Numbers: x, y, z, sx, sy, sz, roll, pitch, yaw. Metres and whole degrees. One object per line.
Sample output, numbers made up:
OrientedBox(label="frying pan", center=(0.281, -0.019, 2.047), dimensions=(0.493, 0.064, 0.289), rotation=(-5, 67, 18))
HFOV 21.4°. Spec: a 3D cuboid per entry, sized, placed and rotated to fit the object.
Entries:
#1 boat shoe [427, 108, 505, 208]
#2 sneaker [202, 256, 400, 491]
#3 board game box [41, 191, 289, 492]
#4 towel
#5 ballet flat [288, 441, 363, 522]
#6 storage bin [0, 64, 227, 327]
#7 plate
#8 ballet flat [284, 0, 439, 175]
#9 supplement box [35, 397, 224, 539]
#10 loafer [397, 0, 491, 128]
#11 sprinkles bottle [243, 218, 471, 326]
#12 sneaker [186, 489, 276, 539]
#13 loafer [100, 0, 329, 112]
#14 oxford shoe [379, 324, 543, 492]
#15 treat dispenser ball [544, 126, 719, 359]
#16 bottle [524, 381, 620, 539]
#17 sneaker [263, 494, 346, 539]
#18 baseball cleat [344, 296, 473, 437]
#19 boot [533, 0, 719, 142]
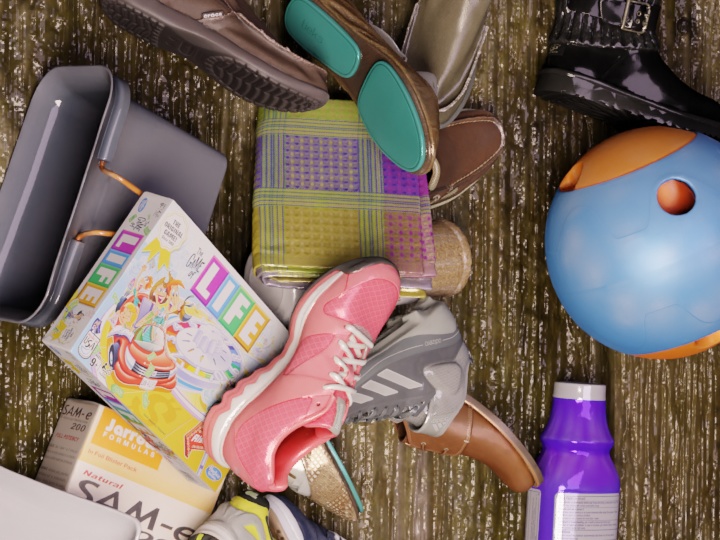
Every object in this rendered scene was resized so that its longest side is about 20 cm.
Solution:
OrientedBox(label="boat shoe", center=(0.050, -0.081, 1.609), dimensions=(0.201, 0.075, 0.075), rotation=(-28, 103, -25))
OrientedBox(label="sneaker", center=(-0.026, 0.083, 1.418), dimensions=(0.201, 0.087, 0.074), rotation=(-51, 137, 1))
OrientedBox(label="board game box", center=(-0.134, 0.056, 1.415), dimensions=(0.135, 0.034, 0.200), rotation=(-58, 137, -18))
OrientedBox(label="towel", center=(-0.016, -0.060, 1.517), dimensions=(0.142, 0.023, 0.201), rotation=(2, 49, -6))
OrientedBox(label="ballet flat", center=(-0.066, 0.126, 1.560), dimensions=(0.065, 0.070, 0.201), rotation=(-27, 95, -16))
OrientedBox(label="storage bin", center=(-0.187, -0.039, 1.456), dimensions=(0.134, 0.145, 0.202), rotation=(22, 80, -37))
OrientedBox(label="plate", center=(-0.270, 0.249, 1.401), dimensions=(0.201, 0.198, 0.032), rotation=(-69, 155, -10))
OrientedBox(label="ballet flat", center=(0.018, -0.159, 1.555), dimensions=(0.072, 0.200, 0.068), rotation=(-13, 142, -43))
OrientedBox(label="supplement box", center=(-0.199, 0.215, 1.480), dimensions=(0.125, 0.073, 0.201), rotation=(25, 79, -27))
OrientedBox(label="loafer", center=(0.073, -0.217, 1.613), dimensions=(0.075, 0.070, 0.202), rotation=(14, 76, 4))
OrientedBox(label="sprinkles bottle", center=(0.000, 0.000, 1.566), dimensions=(0.199, 0.068, 0.069), rotation=(-9, 95, -41))
OrientedBox(label="sneaker", center=(-0.079, 0.258, 1.511), dimensions=(0.076, 0.075, 0.201), rotation=(-49, 147, -33))
OrientedBox(label="loafer", center=(-0.105, -0.194, 1.516), dimensions=(0.199, 0.073, 0.071), rotation=(29, 72, -16))
OrientedBox(label="oxford shoe", center=(0.072, 0.133, 1.632), dimensions=(0.200, 0.071, 0.071), rotation=(40, 77, -11))
OrientedBox(label="treat dispenser ball", center=(0.259, -0.024, 1.651), dimensions=(0.199, 0.200, 0.203), rotation=(0, 91, -28))
OrientedBox(label="bottle", center=(0.189, 0.200, 1.693), dimensions=(0.083, 0.065, 0.202), rotation=(4, 89, -29))
OrientedBox(label="sneaker", center=(-0.005, 0.244, 1.586), dimensions=(0.108, 0.070, 0.201), rotation=(-38, 112, -20))
OrientedBox(label="baseball cleat", center=(0.019, 0.103, 1.529), dimensions=(0.199, 0.070, 0.107), rotation=(-35, 98, -30))
OrientedBox(label="boot", center=(0.260, -0.208, 1.719), dimensions=(0.210, 0.079, 0.159), rotation=(18, 82, -27))
